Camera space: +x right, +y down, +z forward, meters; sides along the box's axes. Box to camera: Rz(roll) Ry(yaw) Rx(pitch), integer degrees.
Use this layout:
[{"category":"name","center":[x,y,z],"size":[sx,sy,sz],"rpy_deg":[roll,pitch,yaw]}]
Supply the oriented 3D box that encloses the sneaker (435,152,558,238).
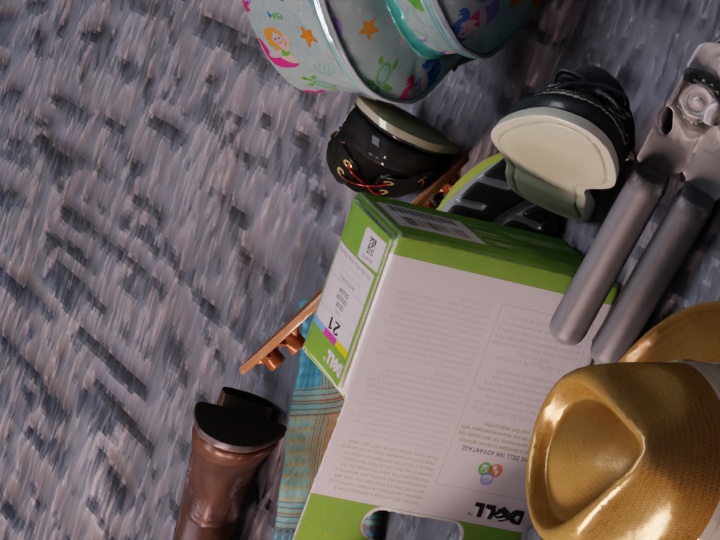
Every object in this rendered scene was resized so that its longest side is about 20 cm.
[{"category":"sneaker","center":[0.054,0.007,1.538],"size":[0.200,0.078,0.090],"rpy_deg":[-63,19,20]}]

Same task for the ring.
[{"category":"ring","center":[0.000,0.000,1.589],"size":[0.200,0.019,0.200],"rpy_deg":[-43,1,1]}]

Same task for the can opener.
[{"category":"can opener","center":[0.169,-0.042,1.367],"size":[0.200,0.053,0.067],"rpy_deg":[-63,-4,28]}]

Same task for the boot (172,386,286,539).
[{"category":"boot","center":[-0.111,0.191,1.761],"size":[0.186,0.064,0.200],"rpy_deg":[-39,-32,-84]}]

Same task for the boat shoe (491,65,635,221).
[{"category":"boat shoe","center":[0.121,-0.080,1.391],"size":[0.066,0.074,0.199],"rpy_deg":[-64,-11,-8]}]

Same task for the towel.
[{"category":"towel","center":[-0.016,0.105,1.697],"size":[0.147,0.022,0.200],"rpy_deg":[-18,62,62]}]

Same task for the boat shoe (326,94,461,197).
[{"category":"boat shoe","center":[0.017,-0.074,1.599],"size":[0.063,0.074,0.201],"rpy_deg":[-60,4,3]}]

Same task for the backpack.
[{"category":"backpack","center":[0.023,-0.199,1.521],"size":[0.151,0.178,0.200],"rpy_deg":[18,51,43]}]

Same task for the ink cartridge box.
[{"category":"ink cartridge box","center":[0.040,0.072,1.444],"size":[0.076,0.148,0.200],"rpy_deg":[47,120,61]}]

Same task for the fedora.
[{"category":"fedora","center":[0.142,0.101,1.293],"size":[0.201,0.082,0.201],"rpy_deg":[-37,47,54]}]
